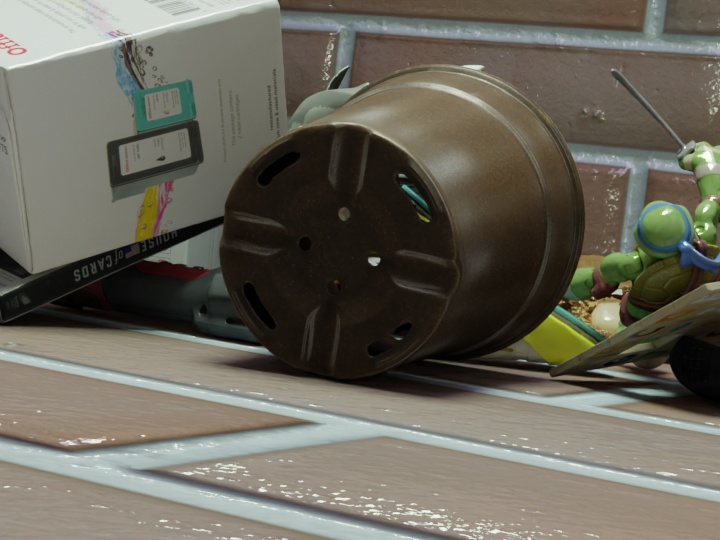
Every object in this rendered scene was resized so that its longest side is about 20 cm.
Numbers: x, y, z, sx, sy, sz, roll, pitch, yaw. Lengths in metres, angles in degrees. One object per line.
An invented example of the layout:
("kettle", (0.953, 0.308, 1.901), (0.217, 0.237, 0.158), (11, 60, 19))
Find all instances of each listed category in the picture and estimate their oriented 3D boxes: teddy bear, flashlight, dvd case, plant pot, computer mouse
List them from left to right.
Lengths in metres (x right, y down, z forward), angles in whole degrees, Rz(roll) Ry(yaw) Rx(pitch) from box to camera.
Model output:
("dvd case", (-0.213, -0.029, 1.247), (0.150, 0.025, 0.200), (21, 35, 40))
("flashlight", (-0.138, 0.004, 1.262), (0.200, 0.068, 0.068), (7, 8, 31))
("plant pot", (0.019, -0.026, 1.116), (0.200, 0.201, 0.198), (7, 10, 20))
("teddy bear", (0.208, 0.039, 1.490), (0.145, 0.067, 0.200), (-6, 15, -26))
("computer mouse", (0.260, 0.077, 1.106), (0.059, 0.034, 0.200), (21, -1, -29))

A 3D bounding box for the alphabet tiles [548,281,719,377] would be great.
("alphabet tiles", (0.242, 0.025, 1.155), (0.167, 0.008, 0.200), (-7, -17, -33))

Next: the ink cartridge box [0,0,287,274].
("ink cartridge box", (-0.172, -0.112, 1.216), (0.200, 0.146, 0.147), (-18, 30, -28))

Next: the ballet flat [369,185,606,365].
("ballet flat", (0.083, 0.022, 1.252), (0.200, 0.067, 0.067), (37, -1, -4))

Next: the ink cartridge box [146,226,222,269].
("ink cartridge box", (-0.154, -0.082, 1.572), (0.084, 0.200, 0.176), (6, 3, 14))

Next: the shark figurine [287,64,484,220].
("shark figurine", (-0.010, -0.115, 1.287), (0.128, 0.090, 0.214), (33, -28, -11))

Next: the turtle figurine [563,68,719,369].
("turtle figurine", (0.198, -0.027, 1.269), (0.200, 0.144, 0.194), (23, -18, 28))

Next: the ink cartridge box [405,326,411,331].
("ink cartridge box", (0.000, 0.000, 1.414), (0.200, 0.044, 0.094), (8, -35, 24))

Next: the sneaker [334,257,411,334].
("sneaker", (-0.025, 0.013, 1.332), (0.200, 0.078, 0.077), (-5, 28, 39))

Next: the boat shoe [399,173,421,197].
("boat shoe", (-0.029, -0.074, 1.487), (0.200, 0.071, 0.072), (9, -5, -33))
